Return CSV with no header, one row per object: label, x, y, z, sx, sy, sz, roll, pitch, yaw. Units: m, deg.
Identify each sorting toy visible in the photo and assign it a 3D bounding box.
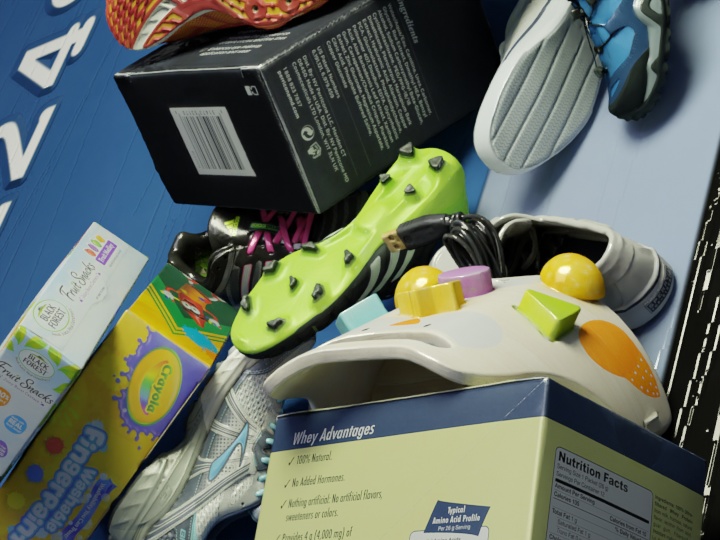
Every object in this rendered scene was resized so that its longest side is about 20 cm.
sorting toy,0.042,0.050,0.960,0.199,0.180,0.107,-5,90,30

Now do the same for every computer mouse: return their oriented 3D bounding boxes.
computer mouse,0.019,0.046,1.101,0.200,0.046,0.141,-25,75,41

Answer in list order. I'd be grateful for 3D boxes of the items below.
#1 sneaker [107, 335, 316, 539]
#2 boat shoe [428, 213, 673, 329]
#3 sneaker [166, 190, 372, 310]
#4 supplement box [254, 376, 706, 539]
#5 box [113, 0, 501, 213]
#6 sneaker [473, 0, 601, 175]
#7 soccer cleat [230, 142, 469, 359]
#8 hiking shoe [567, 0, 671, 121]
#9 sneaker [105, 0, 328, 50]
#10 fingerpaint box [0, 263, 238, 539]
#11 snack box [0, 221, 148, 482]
sneaker,-0.080,0.126,1.191,0.086,0.078,0.200,34,87,13
boat shoe,0.102,-0.004,1.097,0.200,0.066,0.072,11,68,54
sneaker,-0.068,-0.018,1.298,0.200,0.087,0.074,-21,44,38
supplement box,0.051,0.178,0.893,0.200,0.134,0.201,-12,59,44
box,-0.036,-0.140,1.284,0.200,0.118,0.196,-36,24,-29
sneaker,0.127,-0.143,1.210,0.071,0.073,0.200,-13,39,56
soccer cleat,0.000,0.000,1.177,0.200,0.081,0.067,-42,46,-16
hiking shoe,0.147,-0.194,1.141,0.074,0.086,0.201,152,111,-83
sneaker,-0.093,-0.205,1.243,0.199,0.073,0.077,-3,18,36
fingerpaint box,-0.178,0.106,1.242,0.200,0.073,0.167,-54,4,12
snack box,-0.217,0.063,1.172,0.142,0.053,0.200,-53,8,20
